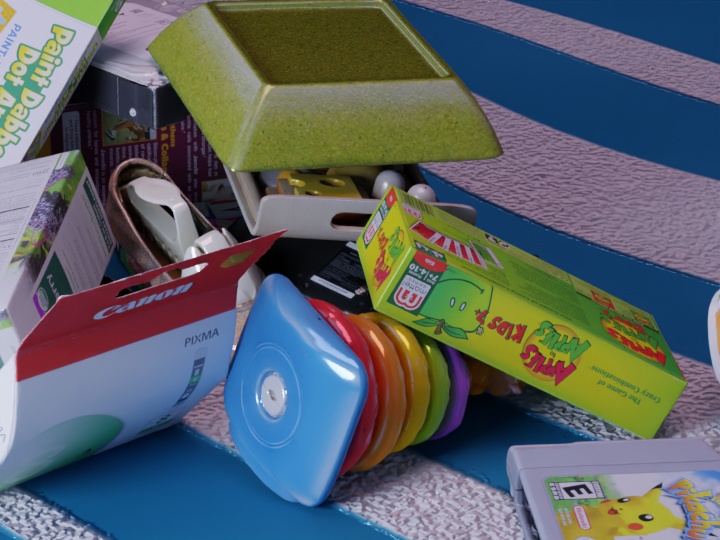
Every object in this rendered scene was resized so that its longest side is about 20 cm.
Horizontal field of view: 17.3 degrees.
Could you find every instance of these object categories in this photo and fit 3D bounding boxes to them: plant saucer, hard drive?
[{"bbox_3d":[-0.024,-0.137,1.619,0.199,0.048,0.200,-4,31,-22],"label":"plant saucer"},{"bbox_3d":[-0.166,-0.161,1.740,0.139,0.038,0.200,-21,32,-40],"label":"hard drive"}]

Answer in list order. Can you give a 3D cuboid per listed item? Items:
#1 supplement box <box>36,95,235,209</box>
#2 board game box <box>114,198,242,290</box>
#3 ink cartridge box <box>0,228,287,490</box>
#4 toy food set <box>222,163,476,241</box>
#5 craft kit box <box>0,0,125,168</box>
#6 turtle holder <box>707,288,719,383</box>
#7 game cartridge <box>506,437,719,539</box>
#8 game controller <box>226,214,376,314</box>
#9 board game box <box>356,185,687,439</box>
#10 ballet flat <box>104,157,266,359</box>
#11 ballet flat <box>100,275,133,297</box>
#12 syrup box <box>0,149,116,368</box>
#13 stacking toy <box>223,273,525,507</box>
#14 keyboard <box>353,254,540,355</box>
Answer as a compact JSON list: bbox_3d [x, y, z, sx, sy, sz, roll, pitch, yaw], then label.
[{"bbox_3d":[-0.160,-0.095,1.774,0.199,0.111,0.086,-10,26,-22],"label":"supplement box"},{"bbox_3d":[-0.067,-0.016,1.699,0.199,0.029,0.135,-8,24,-18],"label":"board game box"},{"bbox_3d":[-0.137,0.056,1.360,0.160,0.050,0.200,-19,-13,-37],"label":"ink cartridge box"},{"bbox_3d":[-0.012,-0.073,1.603,0.143,0.061,0.200,2,21,-12],"label":"toy food set"},{"bbox_3d":[-0.283,-0.178,1.646,0.197,0.201,0.049,27,-14,0],"label":"craft kit box"},{"bbox_3d":[0.297,0.028,1.469,0.131,0.141,0.186,-6,27,31],"label":"turtle holder"},{"bbox_3d":[0.161,0.150,1.317,0.133,0.041,0.200,1,24,-7],"label":"game cartridge"},{"bbox_3d":[0.000,0.000,1.614,0.199,0.042,0.104,25,54,25],"label":"game controller"},{"bbox_3d":[0.099,0.026,1.469,0.199,0.048,0.102,26,19,-17],"label":"board game box"},{"bbox_3d":[-0.113,-0.009,1.578,0.068,0.067,0.200,-26,49,-29],"label":"ballet flat"},{"bbox_3d":[-0.162,0.030,1.569,0.067,0.047,0.200,-11,26,-25],"label":"ballet flat"},{"bbox_3d":[-0.224,0.010,1.518,0.081,0.079,0.200,-12,29,14],"label":"syrup box"},{"bbox_3d":[0.025,0.067,1.441,0.199,0.110,0.116,-5,37,-38],"label":"stacking toy"},{"bbox_3d":[0.045,0.029,1.521,0.199,0.040,0.104,-20,55,-28],"label":"keyboard"}]
